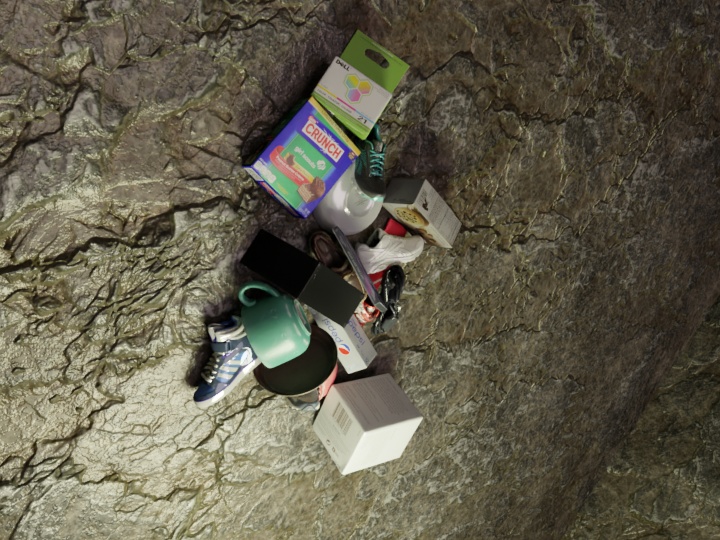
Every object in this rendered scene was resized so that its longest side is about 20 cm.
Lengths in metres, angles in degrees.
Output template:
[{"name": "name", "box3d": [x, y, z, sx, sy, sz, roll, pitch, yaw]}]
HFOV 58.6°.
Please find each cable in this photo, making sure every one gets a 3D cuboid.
[{"name": "cable", "box3d": [0.065, 0.078, 1.632, 0.051, 0.200, 0.164, 10, 61, -8]}]

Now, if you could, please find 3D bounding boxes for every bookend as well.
[{"name": "bookend", "box3d": [-0.127, 0.020, 1.436, 0.092, 0.199, 0.200, -58, 142, -5]}]

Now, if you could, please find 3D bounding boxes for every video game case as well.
[{"name": "video game case", "box3d": [0.000, 0.000, 1.484, 0.019, 0.200, 0.143, -29, 167, 3]}]

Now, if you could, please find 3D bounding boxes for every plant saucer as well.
[{"name": "plant saucer", "box3d": [-0.149, 0.210, 1.478, 0.200, 0.200, 0.032, -35, 141, -23]}]

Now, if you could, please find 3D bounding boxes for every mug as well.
[{"name": "mug", "box3d": [-0.183, 0.115, 1.410, 0.114, 0.152, 0.185, -24, 141, 3]}]

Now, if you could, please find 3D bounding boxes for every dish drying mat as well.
[{"name": "dish drying mat", "box3d": [0.055, -0.031, 1.656, 0.077, 0.018, 0.200, 28, 89, -41]}]

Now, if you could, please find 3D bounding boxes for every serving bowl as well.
[{"name": "serving bowl", "box3d": [-0.017, -0.174, 1.510, 0.200, 0.066, 0.201, -15, 115, -34]}]

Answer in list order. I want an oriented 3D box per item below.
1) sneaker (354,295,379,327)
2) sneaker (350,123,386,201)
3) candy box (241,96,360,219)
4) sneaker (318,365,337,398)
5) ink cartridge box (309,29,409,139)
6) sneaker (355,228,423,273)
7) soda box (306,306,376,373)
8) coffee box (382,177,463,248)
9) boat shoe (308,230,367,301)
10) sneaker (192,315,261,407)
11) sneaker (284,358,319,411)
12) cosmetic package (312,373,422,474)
[{"name": "sneaker", "box3d": [-0.010, 0.123, 1.603, 0.067, 0.108, 0.202, -13, 115, -41]}, {"name": "sneaker", "box3d": [0.023, -0.247, 1.425, 0.077, 0.200, 0.091, 3, 147, -29]}, {"name": "candy box", "box3d": [-0.123, -0.240, 1.373, 0.169, 0.077, 0.200, 44, 77, -28]}, {"name": "sneaker", "box3d": [-0.096, 0.230, 1.621, 0.087, 0.074, 0.201, -16, 121, -51]}, {"name": "ink cartridge box", "box3d": [0.003, -0.410, 1.380, 0.148, 0.076, 0.200, 32, 86, -7]}, {"name": "sneaker", "box3d": [0.074, -0.063, 1.603, 0.200, 0.078, 0.100, -22, 111, -27]}, {"name": "soda box", "box3d": [-0.043, 0.145, 1.554, 0.200, 0.063, 0.068, 59, 34, -10]}, {"name": "coffee box", "box3d": [0.157, -0.145, 1.622, 0.200, 0.113, 0.080, 42, 68, -42]}, {"name": "boat shoe", "box3d": [-0.050, -0.004, 1.495, 0.072, 0.072, 0.200, -33, 100, -5]}, {"name": "sneaker", "box3d": [-0.318, 0.188, 1.414, 0.200, 0.081, 0.147, -40, 120, -16]}, {"name": "sneaker", "box3d": [-0.139, 0.253, 1.501, 0.077, 0.200, 0.087, 2, 112, -17]}, {"name": "cosmetic package", "box3d": [0.017, 0.395, 1.671, 0.200, 0.167, 0.167, -3, 129, -38]}]
